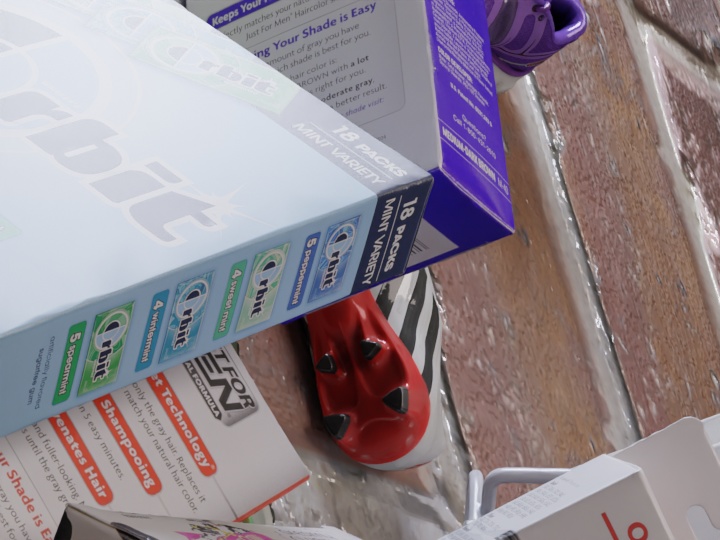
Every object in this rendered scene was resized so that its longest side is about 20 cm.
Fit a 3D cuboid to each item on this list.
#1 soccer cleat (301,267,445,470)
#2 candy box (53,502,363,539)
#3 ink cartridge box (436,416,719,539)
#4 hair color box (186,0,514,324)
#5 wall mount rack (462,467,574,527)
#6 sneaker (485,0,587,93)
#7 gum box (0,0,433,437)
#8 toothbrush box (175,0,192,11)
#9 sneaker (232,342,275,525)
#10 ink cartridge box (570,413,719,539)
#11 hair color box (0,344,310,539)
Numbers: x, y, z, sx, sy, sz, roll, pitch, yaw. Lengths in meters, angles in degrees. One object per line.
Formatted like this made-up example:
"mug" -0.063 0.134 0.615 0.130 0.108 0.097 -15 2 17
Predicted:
"soccer cleat" 0.000 0.000 1.289 0.085 0.069 0.200 33 41 -66
"candy box" -0.052 0.179 0.843 0.168 0.072 0.200 14 96 -61
"ink cartridge box" 0.082 0.153 1.124 0.116 0.200 0.068 63 -6 -4
"hair color box" -0.009 -0.090 1.083 0.065 0.109 0.200 38 39 -49
"wall mount rack" 0.079 0.193 1.261 0.200 0.075 0.174 -85 176 -48
"sneaker" 0.066 -0.163 1.561 0.200 0.083 0.081 13 55 -61
"gum box" -0.105 -0.032 0.876 0.170 0.045 0.200 35 36 28
"toothbrush box" -0.120 -0.113 1.111 0.200 0.086 0.146 30 42 -55
"sneaker" -0.091 0.073 1.042 0.089 0.077 0.200 3 61 -29
"ink cartridge box" 0.188 0.181 1.405 0.125 0.128 0.200 41 32 -62
"hair color box" -0.116 0.069 0.850 0.200 0.061 0.102 -27 85 -49
